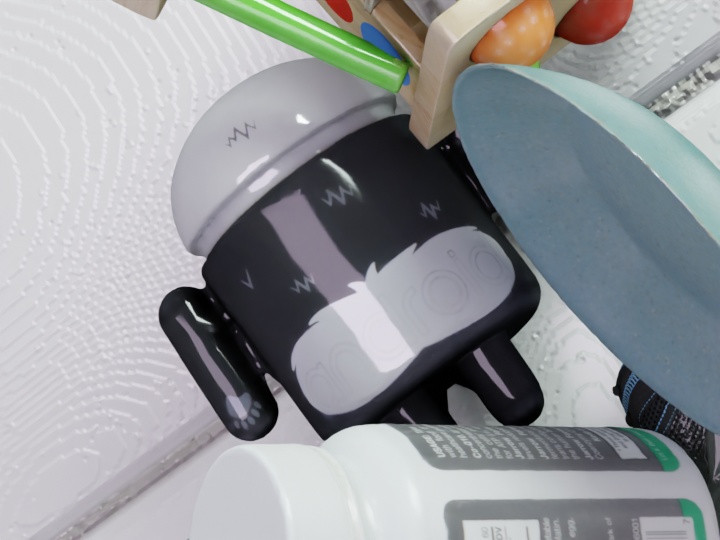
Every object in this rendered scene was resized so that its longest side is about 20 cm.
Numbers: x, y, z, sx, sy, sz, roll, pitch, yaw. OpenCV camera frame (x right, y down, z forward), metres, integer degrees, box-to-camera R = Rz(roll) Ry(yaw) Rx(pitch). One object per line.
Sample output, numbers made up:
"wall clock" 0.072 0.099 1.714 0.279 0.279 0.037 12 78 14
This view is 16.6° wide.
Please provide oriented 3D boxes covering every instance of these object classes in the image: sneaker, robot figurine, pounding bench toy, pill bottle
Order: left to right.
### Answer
"robot figurine" 0.001 -0.001 1.113 0.200 0.150 0.125 53 142 9
"pounding bench toy" 0.013 -0.129 1.037 0.200 0.124 0.156 -37 79 -13
"pill bottle" 0.038 0.119 1.015 0.113 0.200 0.113 -11 77 61
"sneaker" 0.153 0.077 1.090 0.082 0.073 0.200 18 102 42

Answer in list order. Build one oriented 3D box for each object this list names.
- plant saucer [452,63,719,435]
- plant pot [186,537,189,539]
"plant saucer" 0.118 -0.013 0.985 0.039 0.201 0.201 -40 77 -13
"plant pot" 0.005 0.192 1.133 0.141 0.141 0.200 -37 74 24
